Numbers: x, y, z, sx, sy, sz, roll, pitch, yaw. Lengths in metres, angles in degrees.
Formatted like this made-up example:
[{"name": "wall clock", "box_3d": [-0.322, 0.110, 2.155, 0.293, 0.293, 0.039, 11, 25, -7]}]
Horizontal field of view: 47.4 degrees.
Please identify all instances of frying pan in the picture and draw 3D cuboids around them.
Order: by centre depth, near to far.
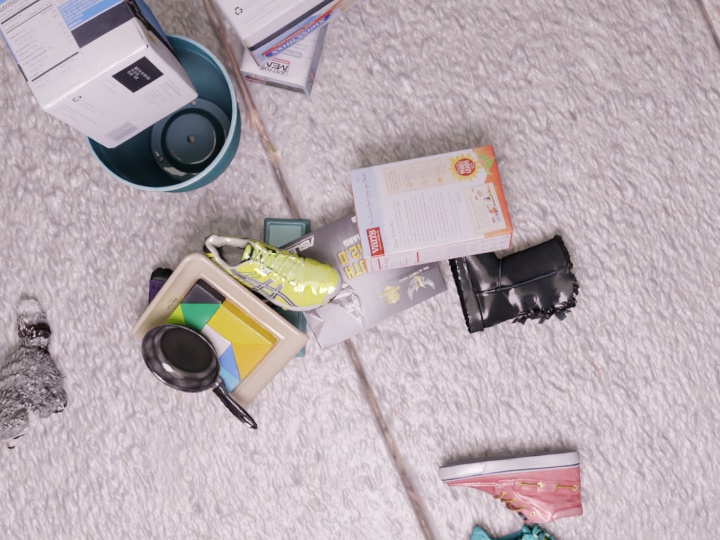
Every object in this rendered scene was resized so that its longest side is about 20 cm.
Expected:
[{"name": "frying pan", "box_3d": [-0.207, 0.132, 1.108, 0.189, 0.031, 0.115, 25, 125, -1]}]

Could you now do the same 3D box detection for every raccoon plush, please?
[{"name": "raccoon plush", "box_3d": [-0.489, 0.144, 1.141, 0.096, 0.134, 0.201, -18, 87, 3]}]

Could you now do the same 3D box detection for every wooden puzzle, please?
[{"name": "wooden puzzle", "box_3d": [-0.196, 0.092, 1.118, 0.200, 0.037, 0.185, 36, 123, -11]}]

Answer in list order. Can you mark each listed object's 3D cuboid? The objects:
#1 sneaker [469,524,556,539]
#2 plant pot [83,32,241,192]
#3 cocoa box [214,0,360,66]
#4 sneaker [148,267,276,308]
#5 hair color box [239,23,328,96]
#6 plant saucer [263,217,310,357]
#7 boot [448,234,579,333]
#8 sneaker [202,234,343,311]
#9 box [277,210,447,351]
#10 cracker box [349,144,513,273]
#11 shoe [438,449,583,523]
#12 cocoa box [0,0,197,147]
[{"name": "sneaker", "box_3d": [0.246, 0.393, 1.135, 0.198, 0.078, 0.080, 2, 79, 2]}, {"name": "plant pot", "box_3d": [-0.249, -0.194, 1.120, 0.199, 0.188, 0.202, 0, 87, 2]}, {"name": "cocoa box", "box_3d": [-0.098, -0.392, 1.090, 0.199, 0.131, 0.134, -33, 87, 1]}, {"name": "sneaker", "box_3d": [-0.209, 0.021, 1.162, 0.199, 0.076, 0.088, -5, 81, 9]}, {"name": "hair color box", "box_3d": [-0.098, -0.365, 1.185, 0.098, 0.061, 0.201, 14, 88, 3]}, {"name": "plant saucer", "box_3d": [-0.111, 0.024, 1.191, 0.069, 0.019, 0.202, 2, 89, 3]}, {"name": "boot", "box_3d": [0.209, -0.013, 1.153, 0.161, 0.073, 0.200, -14, 84, -2]}, {"name": "sneaker", "box_3d": [-0.122, 0.002, 1.089, 0.199, 0.076, 0.076, 10, 70, 12]}, {"name": "box", "box_3d": [0.000, 0.000, 1.162, 0.199, 0.048, 0.159, -25, 88, -4]}, {"name": "cracker box", "box_3d": [0.092, -0.082, 1.102, 0.199, 0.058, 0.135, -9, 67, 1]}, {"name": "shoe", "box_3d": [0.210, 0.305, 1.138, 0.199, 0.071, 0.092, -5, 82, -2]}, {"name": "cocoa box", "box_3d": [-0.291, -0.244, 0.923, 0.133, 0.200, 0.132, -30, 86, 2]}]
